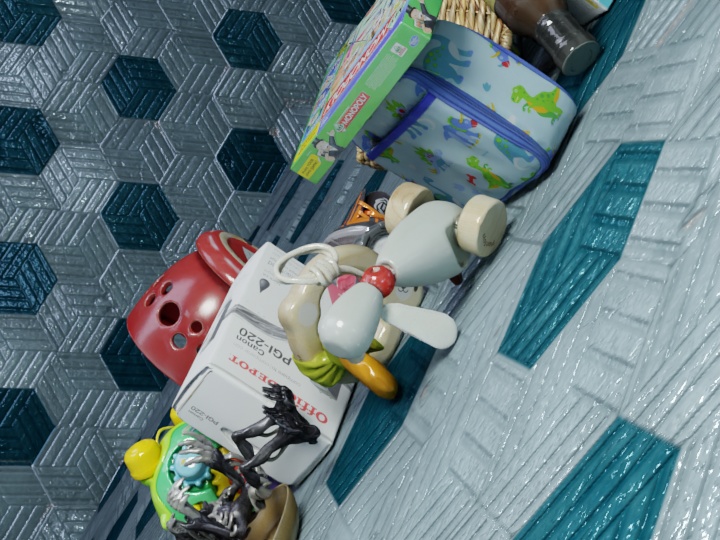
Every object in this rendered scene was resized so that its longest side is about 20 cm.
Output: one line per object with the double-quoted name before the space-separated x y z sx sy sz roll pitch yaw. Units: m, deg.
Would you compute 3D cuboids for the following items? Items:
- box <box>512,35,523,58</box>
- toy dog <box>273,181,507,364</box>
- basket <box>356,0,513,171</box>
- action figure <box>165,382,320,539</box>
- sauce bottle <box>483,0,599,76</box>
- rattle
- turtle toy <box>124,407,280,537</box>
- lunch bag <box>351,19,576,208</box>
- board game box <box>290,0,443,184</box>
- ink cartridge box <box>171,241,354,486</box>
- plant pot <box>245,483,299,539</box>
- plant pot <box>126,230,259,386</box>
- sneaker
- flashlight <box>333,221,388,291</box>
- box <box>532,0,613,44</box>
"box" 0.139 -0.223 1.752 0.110 0.035 0.200 -55 9 21
"toy dog" 0.037 0.012 1.271 0.199 0.097 0.132 -32 41 -20
"basket" 0.095 -0.187 1.520 0.143 0.148 0.201 1 -84 -68
"action figure" -0.125 0.192 1.396 0.200 0.102 0.119 -54 20 15
"sauce bottle" 0.141 -0.252 1.383 0.064 0.200 0.065 -27 -30 -17
"rattle" 0.034 0.020 1.388 0.200 0.131 0.143 -33 7 -28
"turtle toy" -0.130 0.192 1.540 0.101 0.146 0.200 -16 21 44
"lunch bag" 0.078 -0.128 1.328 0.083 0.160 0.200 -60 10 -18
"board game box" 0.012 -0.177 1.272 0.200 0.029 0.135 -48 18 47
"ink cartridge box" -0.080 0.089 1.521 0.085 0.145 0.200 -49 13 40
"plant pot" -0.107 0.285 1.391 0.201 0.027 0.200 -57 8 12
"plant pot" -0.193 0.057 2.132 0.183 0.200 0.201 -54 9 12
"sneaker" 0.007 -0.049 1.752 0.112 0.077 0.200 -62 9 -20
"flashlight" 0.000 0.000 1.636 0.200 0.068 0.068 152 138 -70
"box" 0.186 -0.274 1.503 0.049 0.082 0.200 -58 9 -7
